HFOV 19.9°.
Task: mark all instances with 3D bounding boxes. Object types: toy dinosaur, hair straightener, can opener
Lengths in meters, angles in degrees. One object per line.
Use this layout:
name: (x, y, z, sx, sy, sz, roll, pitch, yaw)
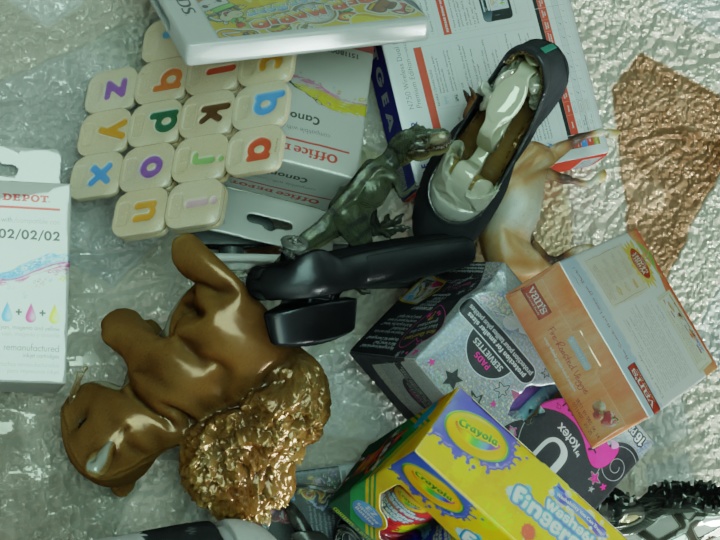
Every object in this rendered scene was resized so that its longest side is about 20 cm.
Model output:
toy dinosaur: (-0.003, -0.035, 1.626, 0.200, 0.088, 0.047, -44, 49, -7)
hair straightener: (0.003, 0.251, 1.641, 0.077, 0.041, 0.200, -30, 83, -39)
can opener: (-0.042, -0.014, 1.685, 0.199, 0.053, 0.067, 4, 80, -14)
can opener: (0.000, 0.000, 1.582, 0.200, 0.063, 0.079, -17, 114, -36)

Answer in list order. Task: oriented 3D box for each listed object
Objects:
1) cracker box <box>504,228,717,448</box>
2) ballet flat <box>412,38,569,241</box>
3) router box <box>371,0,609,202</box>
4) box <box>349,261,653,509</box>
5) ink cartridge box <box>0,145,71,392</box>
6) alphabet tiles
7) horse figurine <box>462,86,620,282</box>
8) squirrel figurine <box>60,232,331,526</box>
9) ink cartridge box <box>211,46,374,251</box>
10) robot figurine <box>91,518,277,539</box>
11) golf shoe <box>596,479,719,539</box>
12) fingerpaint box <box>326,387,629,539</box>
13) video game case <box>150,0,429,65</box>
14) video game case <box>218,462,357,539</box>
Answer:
cracker box: (0.198, 0.049, 1.600, 0.058, 0.200, 0.134, -32, 84, 25)
ballet flat: (0.097, -0.098, 1.640, 0.073, 0.073, 0.200, 31, 99, -7)
router box: (0.100, -0.174, 1.754, 0.179, 0.049, 0.201, -11, 83, -16)
box: (0.111, 0.103, 1.643, 0.115, 0.132, 0.200, -46, 107, -16)
ink cartridge box: (-0.287, -0.008, 1.611, 0.115, 0.068, 0.201, 2, 79, -14)
alphabet tiles: (-0.140, -0.117, 1.626, 0.195, 0.015, 0.201, -8, 60, 26)
horse figurine: (0.143, -0.047, 1.705, 0.132, 0.050, 0.201, 2, 99, -20)
squirrel figurine: (-0.130, 0.110, 1.588, 0.200, 0.142, 0.187, 43, 80, 12)
ink cartridge box: (-0.057, -0.122, 1.670, 0.116, 0.068, 0.201, 12, 63, -12)
robot figurine: (-0.145, 0.257, 1.543, 0.199, 0.125, 0.151, -8, 47, -18)
golf shoe: (0.253, 0.226, 1.718, 0.199, 0.078, 0.095, 0, 97, -13)
fingerpaint box: (0.095, 0.202, 1.587, 0.200, 0.167, 0.073, 42, 58, -6)
video game case: (-0.069, -0.226, 1.647, 0.199, 0.023, 0.182, -8, 37, -19)
video game case: (-0.017, 0.258, 1.659, 0.181, 0.023, 0.201, -6, 82, -16)
